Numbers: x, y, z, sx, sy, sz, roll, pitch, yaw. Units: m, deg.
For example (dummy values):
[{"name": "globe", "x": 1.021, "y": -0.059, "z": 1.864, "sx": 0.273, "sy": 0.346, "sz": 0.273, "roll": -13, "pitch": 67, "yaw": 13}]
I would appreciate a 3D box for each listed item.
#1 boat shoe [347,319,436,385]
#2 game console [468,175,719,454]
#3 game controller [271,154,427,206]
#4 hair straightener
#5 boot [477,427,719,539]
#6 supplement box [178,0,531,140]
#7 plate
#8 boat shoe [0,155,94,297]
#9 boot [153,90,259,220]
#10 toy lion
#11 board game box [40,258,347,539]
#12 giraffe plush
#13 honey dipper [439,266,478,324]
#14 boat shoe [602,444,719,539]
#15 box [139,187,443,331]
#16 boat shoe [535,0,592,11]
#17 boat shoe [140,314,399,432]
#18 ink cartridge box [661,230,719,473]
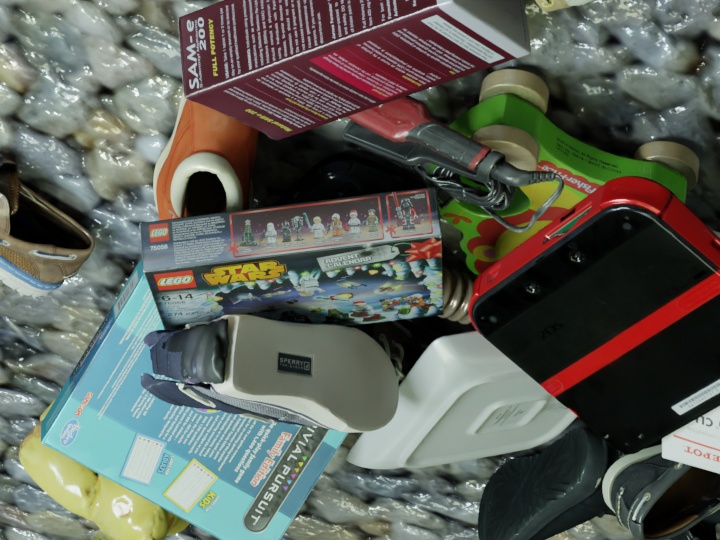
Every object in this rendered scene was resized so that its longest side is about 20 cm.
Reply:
[{"name": "boat shoe", "x": 0.018, "y": 0.059, "z": 1.536, "sx": 0.062, "sy": 0.073, "sz": 0.200, "roll": 20, "pitch": 176, "yaw": 34}, {"name": "game console", "x": 0.185, "y": 0.033, "z": 1.406, "sx": 0.176, "sy": 0.031, "sz": 0.200, "roll": 39, "pitch": 137, "yaw": -13}, {"name": "game controller", "x": -0.029, "y": -0.018, "z": 1.526, "sx": 0.104, "sy": 0.042, "sz": 0.200, "roll": 14, "pitch": 144, "yaw": -31}, {"name": "hair straightener", "x": 0.060, "y": -0.074, "z": 1.351, "sx": 0.199, "sy": 0.041, "sz": 0.077, "roll": 23, "pitch": 155, "yaw": 41}, {"name": "boot", "x": 0.210, "y": 0.201, "z": 1.715, "sx": 0.167, "sy": 0.077, "sz": 0.200, "roll": 18, "pitch": 148, "yaw": -21}, {"name": "supplement box", "x": -0.005, "y": -0.149, "z": 1.303, "sx": 0.199, "sy": 0.061, "sz": 0.109, "roll": -17, "pitch": 160, "yaw": 27}, {"name": "plate", "x": 0.110, "y": 0.098, "z": 1.568, "sx": 0.198, "sy": 0.033, "sz": 0.200, "roll": -7, "pitch": 152, "yaw": -27}, {"name": "boat shoe", "x": -0.279, "y": -0.053, "z": 1.501, "sx": 0.072, "sy": 0.073, "sz": 0.199, "roll": -29, "pitch": 139, "yaw": 31}, {"name": "boot", "x": -0.112, "y": -0.048, "z": 1.441, "sx": 0.074, "sy": 0.108, "sz": 0.201, "roll": 9, "pitch": 143, "yaw": -4}, {"name": "toy lion", "x": 0.132, "y": -0.039, "z": 1.451, "sx": 0.199, "sy": 0.069, "sz": 0.192, "roll": 24, "pitch": 147, "yaw": -18}, {"name": "board game box", "x": -0.118, "y": 0.108, "z": 1.554, "sx": 0.199, "sy": 0.047, "sz": 0.152, "roll": 31, "pitch": 99, "yaw": -16}, {"name": "giraffe plush", "x": -0.165, "y": 0.133, "z": 1.656, "sx": 0.172, "sy": 0.200, "sz": 0.163, "roll": 31, "pitch": 107, "yaw": -20}, {"name": "honey dipper", "x": 0.000, "y": 0.000, "z": 1.486, "sx": 0.199, "sy": 0.038, "sz": 0.038, "roll": 15, "pitch": 143, "yaw": -29}, {"name": "boat shoe", "x": 0.290, "y": 0.153, "z": 1.598, "sx": 0.199, "sy": 0.068, "sz": 0.072, "roll": -24, "pitch": 113, "yaw": -5}, {"name": "box", "x": -0.043, "y": 0.000, "z": 1.400, "sx": 0.198, "sy": 0.040, "sz": 0.137, "roll": -7, "pitch": 156, "yaw": 1}, {"name": "boat shoe", "x": 0.083, "y": -0.219, "z": 1.216, "sx": 0.066, "sy": 0.074, "sz": 0.200, "roll": -26, "pitch": 131, "yaw": 28}, {"name": "boat shoe", "x": -0.064, "y": 0.071, "z": 1.437, "sx": 0.092, "sy": 0.075, "sz": 0.199, "roll": -5, "pitch": 162, "yaw": 39}, {"name": "ink cartridge box", "x": 0.278, "y": 0.083, "z": 1.452, "sx": 0.116, "sy": 0.067, "sz": 0.202, "roll": 15, "pitch": 127, "yaw": 28}]
